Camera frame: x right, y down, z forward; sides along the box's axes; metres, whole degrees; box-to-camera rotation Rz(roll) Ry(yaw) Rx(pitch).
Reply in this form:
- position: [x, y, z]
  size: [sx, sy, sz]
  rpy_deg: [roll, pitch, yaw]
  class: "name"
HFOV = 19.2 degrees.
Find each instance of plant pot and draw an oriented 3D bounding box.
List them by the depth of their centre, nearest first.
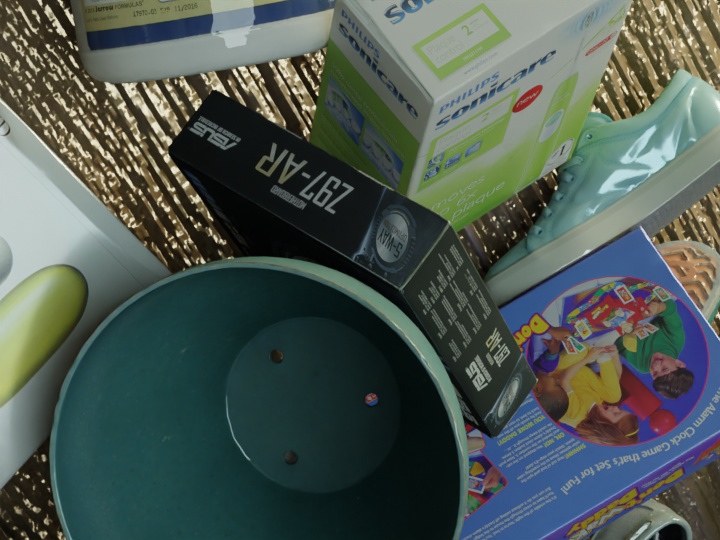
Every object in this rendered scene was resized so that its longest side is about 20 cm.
- position: [-0.038, 0.082, 1.052]
  size: [0.199, 0.135, 0.201]
  rpy_deg: [2, 101, 10]
  class: "plant pot"

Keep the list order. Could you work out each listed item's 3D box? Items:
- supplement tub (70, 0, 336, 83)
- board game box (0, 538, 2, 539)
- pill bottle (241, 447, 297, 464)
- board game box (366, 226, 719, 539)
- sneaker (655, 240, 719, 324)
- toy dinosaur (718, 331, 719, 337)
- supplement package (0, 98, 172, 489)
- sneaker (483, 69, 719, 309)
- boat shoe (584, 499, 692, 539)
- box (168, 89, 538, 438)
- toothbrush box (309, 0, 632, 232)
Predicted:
- position: [-0.093, -0.207, 1.123]
  size: [0.144, 0.144, 0.201]
  rpy_deg: [-13, 101, -24]
  class: "supplement tub"
- position: [-0.143, 0.201, 1.162]
  size: [0.200, 0.095, 0.030]
  rpy_deg: [39, 77, -24]
  class: "board game box"
- position: [-0.016, 0.166, 1.209]
  size: [0.116, 0.116, 0.200]
  rpy_deg: [-34, 108, -19]
  class: "pill bottle"
- position: [0.115, 0.083, 1.237]
  size: [0.200, 0.045, 0.135]
  rpy_deg: [-29, 66, -7]
  class: "board game box"
- position: [0.158, 0.071, 1.313]
  size: [0.200, 0.071, 0.080]
  rpy_deg: [-50, 150, -17]
  class: "sneaker"
- position: [0.302, -0.016, 1.348]
  size: [0.047, 0.200, 0.088]
  rpy_deg: [-8, 68, -55]
  class: "toy dinosaur"
- position: [-0.238, 0.010, 1.071]
  size: [0.191, 0.147, 0.200]
  rpy_deg: [46, 76, -22]
  class: "supplement package"
- position: [0.143, -0.049, 1.305]
  size: [0.200, 0.074, 0.082]
  rpy_deg: [-35, 72, -11]
  class: "sneaker"
- position: [0.143, 0.232, 1.316]
  size: [0.070, 0.071, 0.201]
  rpy_deg: [31, 81, -25]
  class: "boat shoe"
- position: [0.000, 0.000, 1.131]
  size: [0.044, 0.160, 0.200]
  rpy_deg: [-53, 151, -11]
  class: "box"
- position: [0.056, -0.104, 1.168]
  size: [0.145, 0.200, 0.086]
  rpy_deg: [-33, 71, -21]
  class: "toothbrush box"
